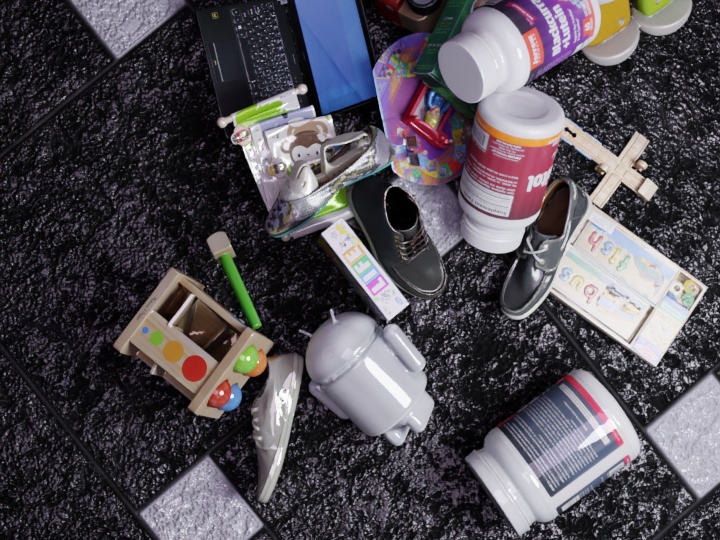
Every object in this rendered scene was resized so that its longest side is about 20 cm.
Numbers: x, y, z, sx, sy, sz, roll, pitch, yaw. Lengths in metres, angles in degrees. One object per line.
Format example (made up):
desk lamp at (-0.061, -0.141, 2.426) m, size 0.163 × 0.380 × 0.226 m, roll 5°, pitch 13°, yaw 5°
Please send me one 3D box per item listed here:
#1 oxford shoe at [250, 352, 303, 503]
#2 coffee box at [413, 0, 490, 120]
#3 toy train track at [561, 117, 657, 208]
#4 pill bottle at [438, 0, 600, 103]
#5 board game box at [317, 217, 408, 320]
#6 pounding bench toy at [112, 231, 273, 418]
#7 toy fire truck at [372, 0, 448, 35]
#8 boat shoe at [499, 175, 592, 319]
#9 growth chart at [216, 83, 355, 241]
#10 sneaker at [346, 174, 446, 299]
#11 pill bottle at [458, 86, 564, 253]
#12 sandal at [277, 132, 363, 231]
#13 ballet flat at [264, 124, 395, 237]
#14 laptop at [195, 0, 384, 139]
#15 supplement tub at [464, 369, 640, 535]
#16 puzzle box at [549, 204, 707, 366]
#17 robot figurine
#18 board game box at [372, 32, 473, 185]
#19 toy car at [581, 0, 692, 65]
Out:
oxford shoe at (-0.120, 0.205, 1.641) m, size 0.057 × 0.075 × 0.202 m, roll 11°, pitch 81°, yaw -9°
coffee box at (0.159, -0.310, 1.615) m, size 0.123 × 0.044 × 0.201 m, roll 33°, pitch 78°, yaw -36°
toy train track at (0.322, -0.164, 1.691) m, size 0.199 × 0.033 × 0.115 m, roll 36°, pitch 87°, yaw -1°
pill bottle at (0.195, -0.291, 1.545) m, size 0.199 × 0.111 × 0.112 m, roll -34°, pitch 91°, yaw -25°
board game box at (0.000, 0.000, 1.587) m, size 0.034 × 0.200 × 0.135 m, roll -38°, pitch 91°, yaw -3°
pounding bench toy at (-0.183, 0.071, 1.598) m, size 0.156 × 0.124 × 0.201 m, roll 36°, pitch 87°, yaw 12°
toy fire truck at (0.050, -0.436, 1.650) m, size 0.199 × 0.129 × 0.177 m, roll 29°, pitch 83°, yaw 16°
boat shoe at (0.238, -0.032, 1.658) m, size 0.071 × 0.068 × 0.201 m, roll 27°, pitch 86°, yaw 29°
growth chart at (-0.080, -0.140, 1.616) m, size 0.144 × 0.018 × 0.201 m, roll -29°, pitch 107°, yaw -7°
sneaker at (0.061, -0.033, 1.616) m, size 0.075 × 0.106 × 0.200 m, roll -42°, pitch 113°, yaw -10°
pill bottle at (0.189, -0.128, 1.605) m, size 0.112 × 0.113 × 0.201 m, roll 8°, pitch 128°, yaw -3°
sandal at (-0.048, -0.121, 1.665) m, size 0.199 × 0.055 × 0.082 m, roll 29°, pitch 93°, yaw -17°
ballet flat at (-0.049, -0.123, 1.580) m, size 0.200 × 0.072 × 0.072 m, roll -35°, pitch 91°, yaw -12°
laptop at (-0.094, -0.285, 1.633) m, size 0.198 × 0.103 × 0.179 m, roll -14°, pitch 89°, yaw -20°
supplement tub at (0.251, 0.238, 1.626) m, size 0.199 × 0.140 × 0.141 m, roll -35°, pitch 91°, yaw -3°
puzzle box at (0.356, 0.021, 1.693) m, size 0.199 × 0.025 × 0.134 m, roll 34°, pitch 88°, yaw -2°
robot figurine at (0.007, 0.135, 1.621) m, size 0.169 × 0.113 × 0.200 m, roll -37°, pitch 103°, yaw 29°
board game box at (0.103, -0.215, 1.637) m, size 0.157 × 0.039 × 0.202 m, roll -17°, pitch 101°, yaw -28°
toy car at (0.343, -0.389, 1.650) m, size 0.199 × 0.175 × 0.150 m, roll -30°, pitch 54°, yaw -3°
